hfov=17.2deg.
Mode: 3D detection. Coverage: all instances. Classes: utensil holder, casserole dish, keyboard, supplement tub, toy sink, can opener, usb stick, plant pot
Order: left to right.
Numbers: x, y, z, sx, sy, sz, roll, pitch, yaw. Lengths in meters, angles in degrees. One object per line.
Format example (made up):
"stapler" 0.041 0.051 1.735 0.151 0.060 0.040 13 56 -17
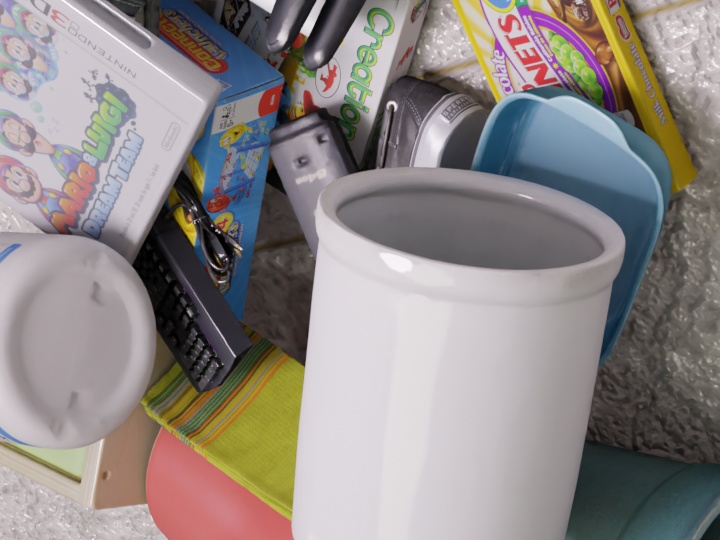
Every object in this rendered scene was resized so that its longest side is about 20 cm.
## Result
"supplement tub" -0.234 0.040 1.491 0.199 0.132 0.132 3 121 48
"toy sink" -0.205 0.068 1.636 0.199 0.112 0.131 22 105 39
"keyboard" -0.129 -0.025 1.488 0.200 0.021 0.127 55 142 13
"plant pot" -0.033 0.152 1.571 0.177 0.200 0.201 28 133 34
"usb stick" 0.000 0.000 1.451 0.055 0.033 0.201 -18 97 42
"can opener" 0.004 -0.207 1.330 0.079 0.063 0.201 34 107 66
"utensil holder" 0.049 0.064 1.326 0.169 0.170 0.201 17 111 27
"casserole dish" 0.119 -0.027 1.394 0.121 0.039 0.201 32 136 18
"plant pot" 0.150 0.190 1.460 0.195 0.200 0.201 18 129 37

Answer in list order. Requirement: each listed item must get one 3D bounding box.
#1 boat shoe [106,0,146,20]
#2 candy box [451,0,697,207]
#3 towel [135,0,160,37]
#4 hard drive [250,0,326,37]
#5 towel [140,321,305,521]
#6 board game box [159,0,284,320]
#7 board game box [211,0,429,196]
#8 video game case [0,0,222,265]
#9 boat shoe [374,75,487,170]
"boat shoe" -0.200 -0.216 1.425 0.200 0.073 0.062 37 105 23
"candy box" 0.112 -0.129 1.374 0.102 0.026 0.201 -9 113 45
"towel" -0.204 -0.186 1.480 0.192 0.034 0.201 -3 85 36
"hard drive" -0.066 -0.237 1.390 0.200 0.026 0.132 33 101 15
"towel" -0.056 0.095 1.498 0.200 0.086 0.018 30 168 46
"board game box" -0.145 -0.088 1.535 0.200 0.056 0.197 40 136 31
"board game box" -0.033 -0.135 1.472 0.126 0.035 0.201 32 134 16
"video game case" -0.188 -0.100 1.424 0.182 0.024 0.200 35 142 1
"boat shoe" 0.023 -0.033 1.480 0.066 0.070 0.201 33 134 25
